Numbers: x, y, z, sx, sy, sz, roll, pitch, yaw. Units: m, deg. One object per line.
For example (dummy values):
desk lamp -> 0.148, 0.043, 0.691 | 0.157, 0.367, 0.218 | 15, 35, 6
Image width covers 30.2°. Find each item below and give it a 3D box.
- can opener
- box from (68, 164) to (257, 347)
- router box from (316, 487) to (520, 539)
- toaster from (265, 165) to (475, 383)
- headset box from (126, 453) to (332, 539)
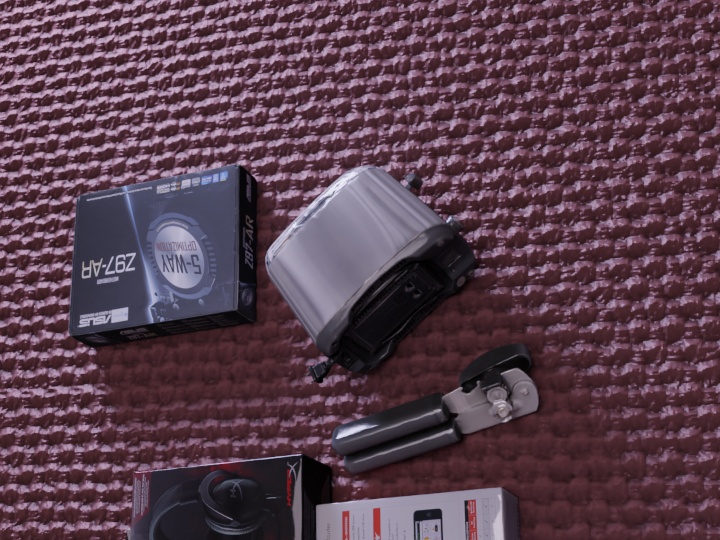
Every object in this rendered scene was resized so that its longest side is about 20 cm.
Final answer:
can opener -> 0.070, 0.131, 1.218 | 0.199, 0.053, 0.067 | -23, 30, 13
box -> -0.205, -0.014, 1.386 | 0.198, 0.044, 0.162 | -8, 68, 21
router box -> 0.051, 0.298, 1.159 | 0.178, 0.049, 0.202 | -8, 69, 21
toaster -> 0.000, 0.000, 1.255 | 0.200, 0.114, 0.129 | -44, 57, 6
headset box -> -0.129, 0.258, 1.237 | 0.198, 0.077, 0.150 | -8, 69, 19
